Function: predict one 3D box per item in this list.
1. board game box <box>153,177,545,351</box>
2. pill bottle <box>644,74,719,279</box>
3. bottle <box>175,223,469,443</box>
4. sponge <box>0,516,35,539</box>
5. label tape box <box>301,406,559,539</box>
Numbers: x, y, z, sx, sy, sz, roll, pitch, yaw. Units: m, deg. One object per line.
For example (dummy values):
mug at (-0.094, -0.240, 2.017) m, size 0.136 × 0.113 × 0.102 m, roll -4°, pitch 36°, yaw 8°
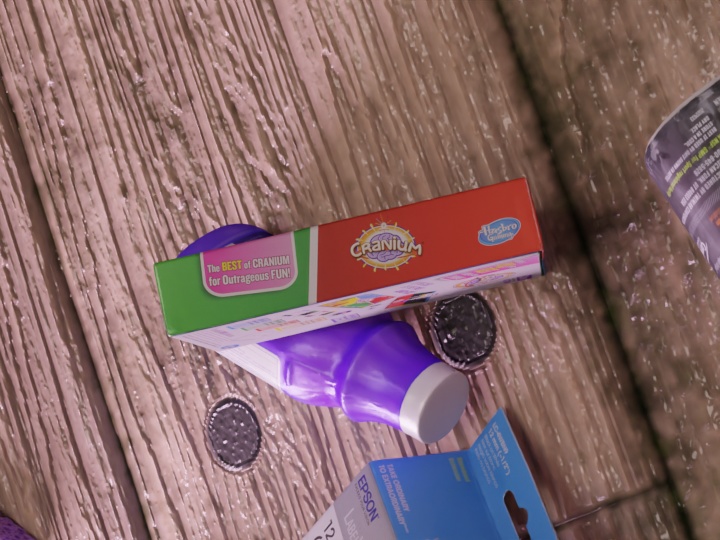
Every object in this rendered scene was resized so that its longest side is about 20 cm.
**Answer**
board game box at (0.000, 0.000, 1.163) m, size 0.200 × 0.153 × 0.040 m, roll -13°, pitch 84°, yaw 4°
pill bottle at (0.236, -0.005, 1.061) m, size 0.106 × 0.106 × 0.200 m, roll -42°, pitch 68°, yaw 32°
bottle at (-0.025, 0.040, 1.281) m, size 0.200 × 0.084 × 0.065 m, roll 28°, pitch 132°, yaw 32°
sponge at (-0.318, 0.200, 1.558) m, size 0.200 × 0.030 × 0.112 m, roll 32°, pitch 112°, yaw 31°
label tape box at (0.027, 0.189, 1.236) m, size 0.200 × 0.066 × 0.143 m, roll -53°, pitch 39°, yaw 30°
